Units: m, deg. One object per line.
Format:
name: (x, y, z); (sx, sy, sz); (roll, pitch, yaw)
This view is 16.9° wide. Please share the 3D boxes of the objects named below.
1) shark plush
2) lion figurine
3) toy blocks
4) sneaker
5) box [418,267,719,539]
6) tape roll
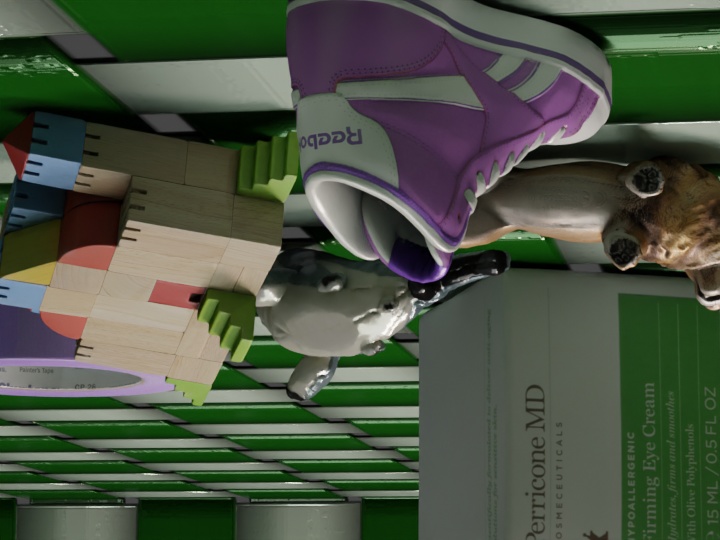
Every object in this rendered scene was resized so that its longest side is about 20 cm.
shark plush: (0.000, 0.000, 1.427); (0.091, 0.083, 0.200); (48, 140, -12)
lion figurine: (0.102, -0.032, 1.229); (0.199, 0.073, 0.122); (13, -174, 12)
toy blocks: (-0.121, -0.009, 1.212); (0.136, 0.100, 0.200); (10, 149, -12)
sneaker: (0.035, -0.047, 0.973); (0.072, 0.115, 0.200); (-9, 168, 37)
box: (0.143, 0.112, 1.636); (0.170, 0.200, 0.200); (3, 168, -14)
tape roll: (-0.213, 0.043, 1.654); (0.199, 0.066, 0.200); (1, 169, 0)
